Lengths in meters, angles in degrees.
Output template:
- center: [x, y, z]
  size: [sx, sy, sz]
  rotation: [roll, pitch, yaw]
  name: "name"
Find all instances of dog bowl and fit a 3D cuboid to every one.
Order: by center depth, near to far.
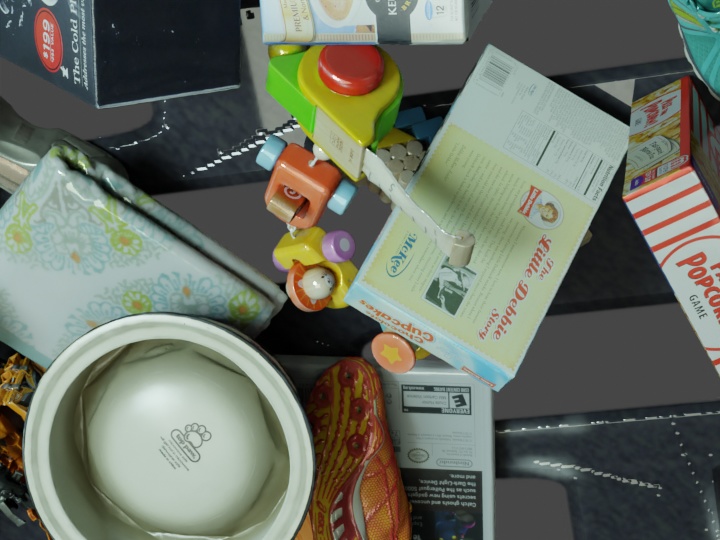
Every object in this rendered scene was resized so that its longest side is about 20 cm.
- center: [-0.124, 0.119, 1.112]
  size: [0.199, 0.074, 0.201]
  rotation: [1, 101, 7]
  name: "dog bowl"

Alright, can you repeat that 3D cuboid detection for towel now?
- center: [-0.174, 0.016, 1.159]
  size: [0.200, 0.048, 0.171]
  rotation: [34, 127, -17]
  name: "towel"

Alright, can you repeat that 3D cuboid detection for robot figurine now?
- center: [-0.217, 0.144, 1.202]
  size: [0.058, 0.145, 0.200]
  rotation: [-34, 111, 15]
  name: "robot figurine"

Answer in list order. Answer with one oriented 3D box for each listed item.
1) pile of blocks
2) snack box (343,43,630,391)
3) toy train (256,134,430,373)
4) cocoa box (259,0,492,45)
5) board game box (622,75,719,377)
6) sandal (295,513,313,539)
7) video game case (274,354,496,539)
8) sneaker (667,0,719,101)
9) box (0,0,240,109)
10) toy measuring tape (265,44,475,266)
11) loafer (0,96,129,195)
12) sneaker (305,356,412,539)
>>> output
- center: [0.061, -0.056, 1.115]
  size: [0.200, 0.082, 0.062]
  rotation: [32, 157, 7]
  name: "pile of blocks"
- center: [0.086, -0.036, 1.048]
  size: [0.116, 0.200, 0.037]
  rotation: [31, 156, -2]
  name: "snack box"
- center: [0.000, 0.000, 1.103]
  size: [0.200, 0.056, 0.150]
  rotation: [34, 149, -2]
  name: "toy train"
- center: [0.008, -0.249, 0.999]
  size: [0.131, 0.133, 0.201]
  rotation: [1, 112, 12]
  name: "cocoa box"
- center: [0.218, -0.022, 1.011]
  size: [0.046, 0.200, 0.152]
  rotation: [-26, 105, 19]
  name: "board game box"
- center: [-0.072, 0.171, 1.187]
  size: [0.079, 0.059, 0.207]
  rotation: [-22, 112, 19]
  name: "sandal"
- center: [0.002, 0.151, 1.219]
  size: [0.199, 0.023, 0.183]
  rotation: [1, 111, 10]
  name: "video game case"
- center: [0.225, -0.166, 1.019]
  size: [0.077, 0.080, 0.200]
  rotation: [-30, 103, 20]
  name: "sneaker"
- center: [-0.163, -0.222, 1.010]
  size: [0.104, 0.182, 0.201]
  rotation: [-13, 115, -32]
  name: "box"
- center: [0.017, -0.087, 1.014]
  size: [0.200, 0.073, 0.074]
  rotation: [45, 116, 21]
  name: "toy measuring tape"
- center: [-0.264, -0.085, 1.157]
  size: [0.199, 0.072, 0.063]
  rotation: [28, 121, -4]
  name: "loafer"
- center: [0.000, 0.160, 1.181]
  size: [0.073, 0.077, 0.201]
  rotation: [2, 98, 32]
  name: "sneaker"
